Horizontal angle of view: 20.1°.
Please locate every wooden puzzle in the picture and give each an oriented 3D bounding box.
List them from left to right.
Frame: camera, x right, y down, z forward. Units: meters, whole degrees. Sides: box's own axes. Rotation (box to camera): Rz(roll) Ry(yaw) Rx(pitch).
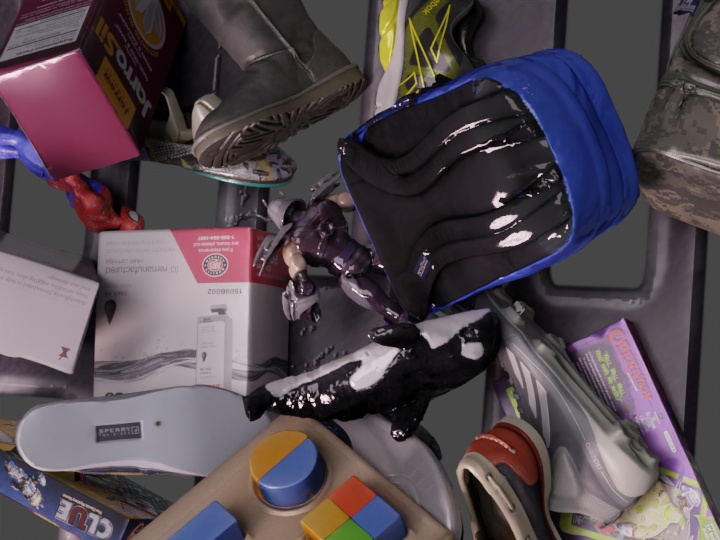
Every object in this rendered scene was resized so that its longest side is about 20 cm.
[{"bbox_3d":[-0.061,0.195,1.477,0.185,0.046,0.200,-39,48,-19],"label":"wooden puzzle"}]

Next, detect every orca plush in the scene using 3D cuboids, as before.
[{"bbox_3d":[0.015,0.091,1.507,0.200,0.105,0.071,-13,67,-13],"label":"orca plush"}]

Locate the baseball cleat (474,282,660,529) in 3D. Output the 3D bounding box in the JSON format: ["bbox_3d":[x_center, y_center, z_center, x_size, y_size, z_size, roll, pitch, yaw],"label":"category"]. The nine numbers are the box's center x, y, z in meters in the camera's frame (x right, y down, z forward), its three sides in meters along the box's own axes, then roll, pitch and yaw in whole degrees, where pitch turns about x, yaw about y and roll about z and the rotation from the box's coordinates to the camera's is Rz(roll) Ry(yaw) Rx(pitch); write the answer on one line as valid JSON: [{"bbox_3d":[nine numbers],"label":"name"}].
[{"bbox_3d":[0.134,0.108,1.544,0.106,0.070,0.200,-47,67,16],"label":"baseball cleat"}]

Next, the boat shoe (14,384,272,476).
[{"bbox_3d":[-0.169,0.126,1.604,0.200,0.091,0.071,0,86,-6],"label":"boat shoe"}]

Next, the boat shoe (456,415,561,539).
[{"bbox_3d":[0.114,0.203,1.520,0.071,0.063,0.200,17,132,38],"label":"boat shoe"}]

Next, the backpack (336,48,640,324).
[{"bbox_3d":[0.107,-0.080,1.502,0.200,0.168,0.163,-26,93,50],"label":"backpack"}]

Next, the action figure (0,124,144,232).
[{"bbox_3d":[-0.266,-0.091,1.752,0.200,0.065,0.052,39,70,11],"label":"action figure"}]

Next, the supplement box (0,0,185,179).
[{"bbox_3d":[-0.219,-0.183,1.667,0.086,0.110,0.200,-14,36,20],"label":"supplement box"}]

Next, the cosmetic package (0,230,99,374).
[{"bbox_3d":[-0.278,0.020,1.660,0.113,0.200,0.081,18,91,-13],"label":"cosmetic package"}]

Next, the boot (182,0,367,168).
[{"bbox_3d":[-0.111,-0.195,1.672,0.200,0.182,0.073,54,145,11],"label":"boot"}]

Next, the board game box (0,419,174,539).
[{"bbox_3d":[-0.245,0.177,1.677,0.200,0.135,0.035,25,93,23],"label":"board game box"}]

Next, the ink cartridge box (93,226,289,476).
[{"bbox_3d":[-0.138,0.069,1.675,0.146,0.083,0.200,-1,83,21],"label":"ink cartridge box"}]

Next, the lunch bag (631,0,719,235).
[{"bbox_3d":[0.312,-0.112,1.499,0.200,0.139,0.168,20,73,21],"label":"lunch bag"}]

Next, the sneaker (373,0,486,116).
[{"bbox_3d":[0.059,-0.137,1.627,0.085,0.074,0.200,-5,82,20],"label":"sneaker"}]

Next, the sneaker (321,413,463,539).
[{"bbox_3d":[0.041,0.158,1.573,0.073,0.112,0.200,-52,48,11],"label":"sneaker"}]

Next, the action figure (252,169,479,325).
[{"bbox_3d":[0.000,0.000,1.623,0.200,0.069,0.130,34,73,11],"label":"action figure"}]

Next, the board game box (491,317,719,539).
[{"bbox_3d":[0.194,0.152,1.566,0.120,0.032,0.200,-27,75,19],"label":"board game box"}]

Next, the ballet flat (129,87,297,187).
[{"bbox_3d":[-0.147,-0.117,1.703,0.200,0.072,0.072,11,88,23],"label":"ballet flat"}]
